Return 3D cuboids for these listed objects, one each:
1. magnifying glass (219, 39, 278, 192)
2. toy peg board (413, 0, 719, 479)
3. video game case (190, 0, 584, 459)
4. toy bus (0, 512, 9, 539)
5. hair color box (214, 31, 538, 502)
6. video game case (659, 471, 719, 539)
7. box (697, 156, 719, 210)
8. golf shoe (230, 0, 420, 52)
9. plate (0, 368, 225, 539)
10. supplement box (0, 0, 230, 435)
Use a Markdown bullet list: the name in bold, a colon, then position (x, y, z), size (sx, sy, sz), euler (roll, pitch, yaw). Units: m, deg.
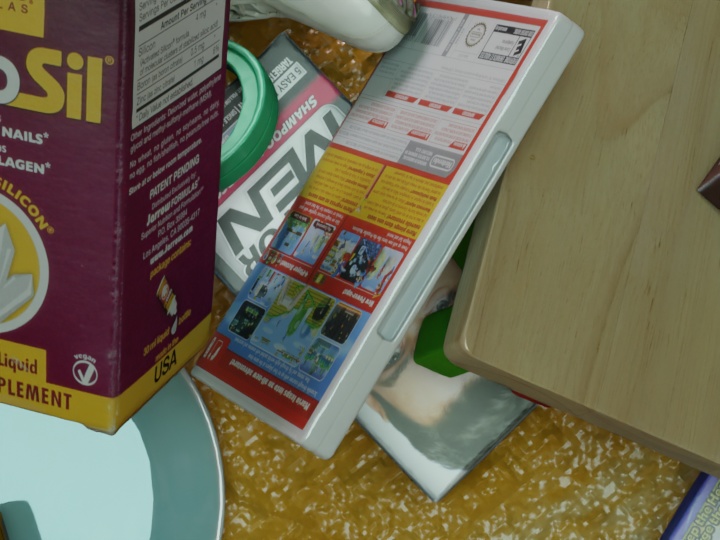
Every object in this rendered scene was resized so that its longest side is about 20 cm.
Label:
- **magnifying glass**: position (-0.129, -0.059, 1.188), size (0.199, 0.022, 0.080), euler (-6, 59, 22)
- **toy peg board**: position (0.127, -0.014, 1.151), size (0.198, 0.098, 0.201), euler (23, 70, -21)
- **video game case**: position (0.008, -0.025, 1.104), size (0.017, 0.143, 0.201), euler (33, 86, -24)
- **toy bus**: position (-0.167, 0.206, 1.151), size (0.065, 0.078, 0.201), euler (-16, 85, -1)
- **hair color box**: position (0.000, 0.000, 1.199), size (0.099, 0.061, 0.200), euler (-44, 87, -3)
- **video game case**: position (0.259, 0.096, 1.194), size (0.181, 0.045, 0.201), euler (33, 87, 2)
- **box**: position (0.251, -0.013, 1.105), size (0.200, 0.075, 0.100), euler (42, 65, -7)
- **golf shoe**: position (-0.058, -0.138, 1.187), size (0.200, 0.073, 0.092), euler (34, 91, 32)
- **plate**: position (-0.160, 0.104, 1.211), size (0.198, 0.026, 0.202), euler (0, 86, 2)
- **supplement box**: position (-0.133, -0.052, 1.094), size (0.130, 0.103, 0.201), euler (12, 115, 18)
